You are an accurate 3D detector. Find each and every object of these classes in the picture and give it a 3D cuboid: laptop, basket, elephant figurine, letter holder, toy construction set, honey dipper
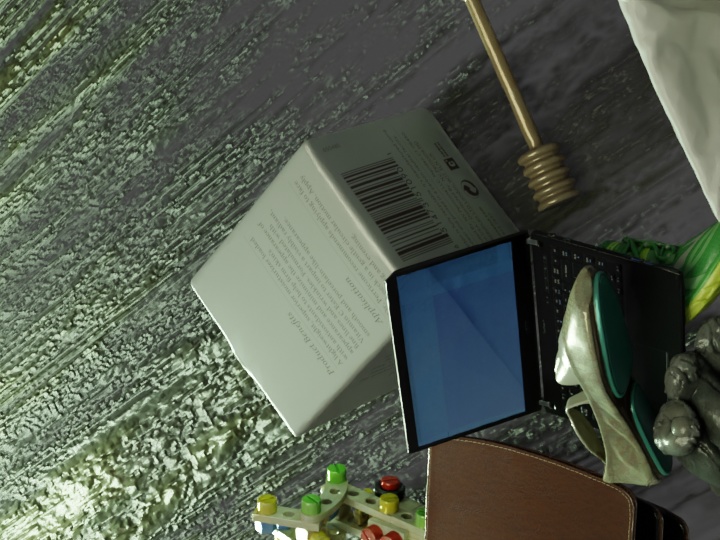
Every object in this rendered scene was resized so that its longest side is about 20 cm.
[{"bbox_3d":[0.135,0.072,1.349,0.199,0.103,0.178,17,133,31],"label":"laptop"},{"bbox_3d":[0.306,-0.162,1.162,0.197,0.160,0.202,-26,86,42],"label":"basket"},{"bbox_3d":[0.317,0.123,1.269,0.199,0.154,0.143,24,97,42],"label":"elephant figurine"},{"bbox_3d":[0.159,0.201,1.462,0.199,0.100,0.144,13,110,37],"label":"letter holder"},{"bbox_3d":[0.013,0.241,1.576,0.199,0.131,0.093,33,124,28],"label":"toy construction set"},{"bbox_3d":[0.120,-0.145,1.422,0.038,0.038,0.202,-26,84,42],"label":"honey dipper"}]

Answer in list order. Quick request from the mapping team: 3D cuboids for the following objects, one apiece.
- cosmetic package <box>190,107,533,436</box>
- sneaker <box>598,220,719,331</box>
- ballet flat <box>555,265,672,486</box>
[{"bbox_3d":[0.000,0.000,1.485,0.165,0.164,0.200,55,130,13],"label":"cosmetic package"},{"bbox_3d":[0.215,0.009,1.360,0.084,0.074,0.200,51,132,-1],"label":"sneaker"},{"bbox_3d":[0.173,0.085,1.306,0.062,0.068,0.201,-8,124,25],"label":"ballet flat"}]
